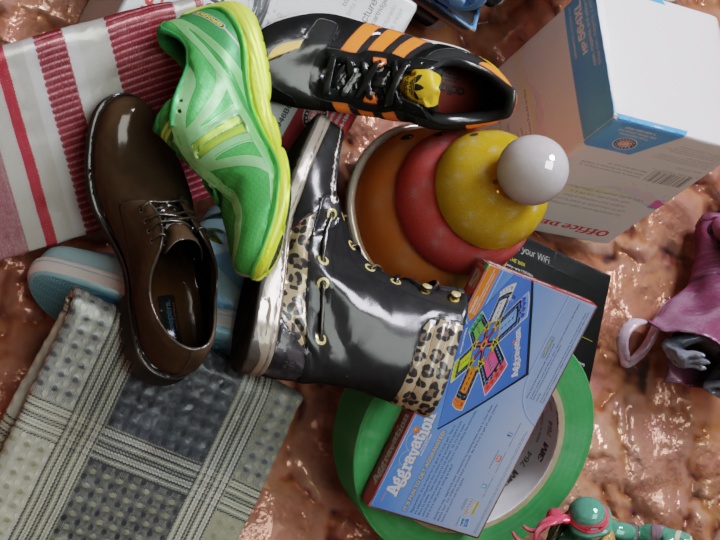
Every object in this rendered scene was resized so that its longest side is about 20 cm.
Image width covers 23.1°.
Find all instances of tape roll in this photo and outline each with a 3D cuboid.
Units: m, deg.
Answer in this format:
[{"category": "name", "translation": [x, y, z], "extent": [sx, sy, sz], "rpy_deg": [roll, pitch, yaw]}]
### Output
[{"category": "tape roll", "translation": [0.079, 0.123, 1.342], "extent": [0.200, 0.048, 0.201], "rpy_deg": [-8, 113, -20]}]

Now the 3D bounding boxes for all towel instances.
[{"category": "towel", "translation": [-0.162, 0.136, 1.227], "extent": [0.192, 0.035, 0.200], "rpy_deg": [26, 90, -24]}, {"category": "towel", "translation": [-0.189, -0.099, 1.220], "extent": [0.200, 0.023, 0.144], "rpy_deg": [-18, 111, -14]}]

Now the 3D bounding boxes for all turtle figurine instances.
[{"category": "turtle figurine", "translation": [0.186, 0.234, 1.372], "extent": [0.149, 0.200, 0.101], "rpy_deg": [-27, 53, -17]}]

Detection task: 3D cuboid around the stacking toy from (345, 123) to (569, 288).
[{"category": "stacking toy", "translation": [0.092, -0.057, 1.278], "extent": [0.146, 0.200, 0.147], "rpy_deg": [6, 77, -27]}]

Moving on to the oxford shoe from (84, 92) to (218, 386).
[{"category": "oxford shoe", "translation": [-0.130, -0.030, 1.177], "extent": [0.073, 0.084, 0.201], "rpy_deg": [-11, 80, -31]}]

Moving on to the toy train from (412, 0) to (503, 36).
[{"category": "toy train", "translation": [0.022, -0.255, 1.367], "extent": [0.200, 0.114, 0.087], "rpy_deg": [29, 59, -25]}]

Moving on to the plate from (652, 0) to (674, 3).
[{"category": "plate", "translation": [0.141, -0.280, 1.417], "extent": [0.200, 0.200, 0.032], "rpy_deg": [29, 101, -25]}]

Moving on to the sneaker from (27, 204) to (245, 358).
[{"category": "sneaker", "translation": [-0.134, -0.004, 1.273], "extent": [0.200, 0.080, 0.131], "rpy_deg": [20, 57, -16]}]

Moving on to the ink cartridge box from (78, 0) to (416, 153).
[{"category": "ink cartridge box", "translation": [-0.083, -0.185, 1.291], "extent": [0.200, 0.084, 0.145], "rpy_deg": [29, 90, -24]}]

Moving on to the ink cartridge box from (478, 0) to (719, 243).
[{"category": "ink cartridge box", "translation": [0.184, -0.116, 1.412], "extent": [0.128, 0.200, 0.126], "rpy_deg": [11, 61, -30]}]

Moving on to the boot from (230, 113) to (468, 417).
[{"category": "boot", "translation": [0.000, 0.000, 1.241], "extent": [0.150, 0.073, 0.200], "rpy_deg": [20, 62, -13]}]

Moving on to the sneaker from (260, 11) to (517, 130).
[{"category": "sneaker", "translation": [0.017, -0.139, 1.246], "extent": [0.200, 0.090, 0.070], "rpy_deg": [6, 100, -22]}]

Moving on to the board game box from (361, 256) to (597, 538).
[{"category": "board game box", "translation": [0.087, 0.096, 1.296], "extent": [0.103, 0.019, 0.200], "rpy_deg": [20, 102, -29]}]

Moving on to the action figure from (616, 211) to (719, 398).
[{"category": "action figure", "translation": [0.308, 0.014, 1.537], "extent": [0.148, 0.134, 0.200], "rpy_deg": [6, 61, 12]}]

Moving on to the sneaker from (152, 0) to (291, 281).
[{"category": "sneaker", "translation": [-0.094, -0.082, 1.173], "extent": [0.083, 0.074, 0.201], "rpy_deg": [-8, 69, -12]}]

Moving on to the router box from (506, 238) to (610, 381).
[{"category": "router box", "translation": [0.100, 0.041, 1.412], "extent": [0.200, 0.051, 0.150], "rpy_deg": [24, 70, -27]}]
